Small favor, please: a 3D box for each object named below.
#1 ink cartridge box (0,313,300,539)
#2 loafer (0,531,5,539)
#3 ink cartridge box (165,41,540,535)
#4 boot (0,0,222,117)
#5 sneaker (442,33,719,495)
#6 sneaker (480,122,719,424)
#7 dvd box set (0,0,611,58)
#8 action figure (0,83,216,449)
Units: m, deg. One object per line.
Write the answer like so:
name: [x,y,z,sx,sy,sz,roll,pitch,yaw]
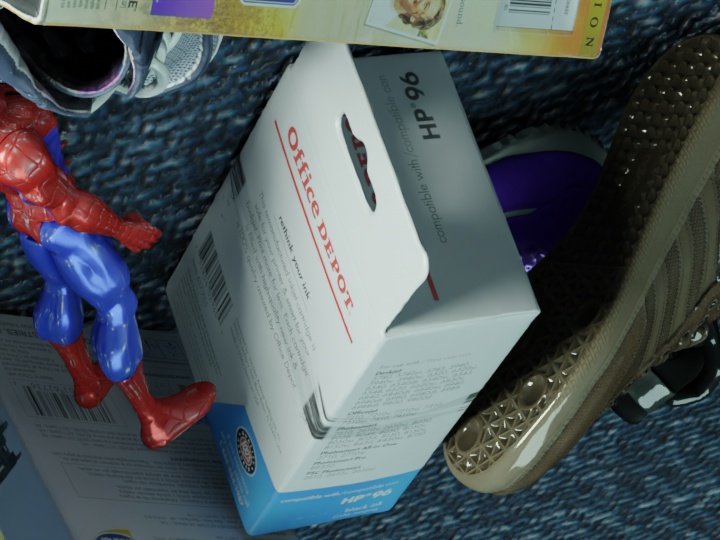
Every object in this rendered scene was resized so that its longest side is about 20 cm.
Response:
ink cartridge box: [-0.081,0.100,1.151,0.119,0.200,0.042,8,127,-44]
loafer: [-0.143,0.133,1.328,0.076,0.068,0.200,-8,152,-24]
ink cartridge box: [0.000,0.000,1.109,0.068,0.116,0.200,-7,153,-26]
boot: [-0.086,-0.077,0.921,0.072,0.091,0.200,-25,154,11]
sneaker: [0.111,0.010,1.146,0.075,0.070,0.200,37,82,-32]
sneaker: [0.097,0.010,1.217,0.069,0.100,0.200,-33,153,22]
dvd box set: [0.000,-0.137,0.841,0.199,0.029,0.147,-1,109,-37]
action figure: [-0.105,-0.017,1.049,0.052,0.065,0.200,-45,143,-16]
